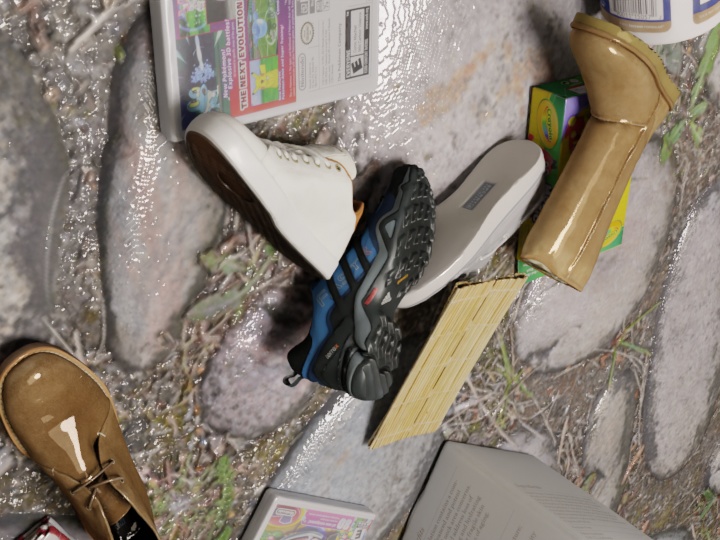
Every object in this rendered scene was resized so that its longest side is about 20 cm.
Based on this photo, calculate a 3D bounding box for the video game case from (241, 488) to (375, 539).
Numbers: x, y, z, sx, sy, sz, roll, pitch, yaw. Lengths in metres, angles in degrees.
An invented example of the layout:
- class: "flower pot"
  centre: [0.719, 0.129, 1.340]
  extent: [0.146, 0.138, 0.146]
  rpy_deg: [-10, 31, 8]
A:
- class: "video game case"
  centre: [-0.078, 0.302, 0.949]
  extent: [0.142, 0.018, 0.202]
  rpy_deg: [23, 96, -47]

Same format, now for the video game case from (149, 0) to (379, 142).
- class: "video game case"
  centre: [-0.061, -0.203, 0.694]
  extent: [0.180, 0.023, 0.203]
  rpy_deg: [-20, 125, -34]

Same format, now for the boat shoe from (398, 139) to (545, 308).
- class: "boat shoe"
  centre: [0.093, -0.030, 0.899]
  extent: [0.200, 0.071, 0.069]
  rpy_deg: [-49, 136, -23]

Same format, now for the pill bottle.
- class: "pill bottle"
  centre: [0.249, -0.303, 0.856]
  extent: [0.110, 0.110, 0.202]
  rpy_deg: [-35, 131, -23]

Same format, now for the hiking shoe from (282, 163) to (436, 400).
- class: "hiking shoe"
  centre: [0.000, 0.000, 0.819]
  extent: [0.075, 0.085, 0.203]
  rpy_deg: [54, 50, -55]

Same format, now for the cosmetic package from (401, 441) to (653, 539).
- class: "cosmetic package"
  centre: [0.165, 0.299, 1.036]
  extent: [0.165, 0.199, 0.169]
  rpy_deg: [17, 101, -45]

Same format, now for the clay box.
- class: "clay box"
  centre: [0.209, -0.083, 0.982]
  extent: [0.114, 0.047, 0.203]
  rpy_deg: [-20, 123, -33]

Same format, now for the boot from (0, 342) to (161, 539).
- class: "boot"
  centre: [-0.188, 0.135, 0.721]
  extent: [0.073, 0.075, 0.202]
  rpy_deg: [-35, 130, -20]

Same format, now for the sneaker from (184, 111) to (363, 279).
- class: "sneaker"
  centre: [-0.055, -0.072, 0.735]
  extent: [0.085, 0.072, 0.200]
  rpy_deg: [-56, 151, -9]

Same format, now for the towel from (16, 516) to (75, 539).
- class: "towel"
  centre: [-0.271, 0.295, 0.768]
  extent: [0.200, 0.023, 0.145]
  rpy_deg: [-44, 135, -16]

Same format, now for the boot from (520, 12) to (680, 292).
- class: "boot"
  centre: [0.193, -0.094, 0.882]
  extent: [0.174, 0.066, 0.202]
  rpy_deg: [25, 94, -46]

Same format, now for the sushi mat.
- class: "sushi mat"
  centre: [0.078, 0.083, 0.935]
  extent: [0.095, 0.012, 0.202]
  rpy_deg: [-5, 132, -41]
